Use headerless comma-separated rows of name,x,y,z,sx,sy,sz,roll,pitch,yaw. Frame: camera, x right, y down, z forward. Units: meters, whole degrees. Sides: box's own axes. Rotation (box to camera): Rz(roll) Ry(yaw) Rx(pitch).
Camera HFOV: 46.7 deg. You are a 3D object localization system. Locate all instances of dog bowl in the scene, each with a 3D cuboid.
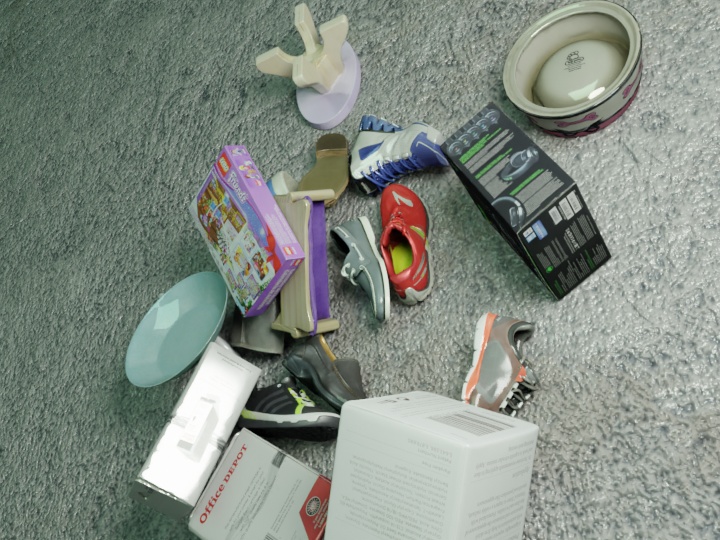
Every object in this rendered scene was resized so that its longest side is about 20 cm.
dog bowl,0.305,-0.278,1.177,0.197,0.074,0.204,-17,54,25

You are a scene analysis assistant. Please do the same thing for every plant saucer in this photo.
plant saucer,-0.263,0.094,1.235,0.198,0.039,0.203,-27,39,23

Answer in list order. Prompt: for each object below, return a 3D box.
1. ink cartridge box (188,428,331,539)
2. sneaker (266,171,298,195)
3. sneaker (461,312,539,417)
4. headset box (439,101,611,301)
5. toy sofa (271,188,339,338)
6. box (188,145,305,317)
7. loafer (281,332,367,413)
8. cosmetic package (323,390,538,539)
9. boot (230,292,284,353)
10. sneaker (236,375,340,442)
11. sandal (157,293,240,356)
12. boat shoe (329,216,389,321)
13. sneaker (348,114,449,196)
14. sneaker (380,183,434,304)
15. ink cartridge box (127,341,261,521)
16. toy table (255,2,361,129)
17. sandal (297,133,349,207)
ink cartridge box,-0.105,0.315,1.065,0.198,0.083,0.149,20,75,40
sneaker,-0.130,-0.053,1.327,0.110,0.076,0.202,-35,56,19
sneaker,0.173,0.143,1.008,0.080,0.077,0.204,-1,63,24
headset box,0.206,-0.092,1.060,0.092,0.174,0.201,-38,49,5
toy sofa,-0.072,-0.011,1.186,0.096,0.082,0.205,5,100,47
box,-0.166,-0.056,1.186,0.137,0.039,0.202,-48,63,39
loafer,-0.028,0.149,1.138,0.199,0.073,0.073,32,78,40
cosmetic package,0.074,0.253,0.898,0.163,0.163,0.205,11,94,37
boot,-0.174,0.014,1.274,0.179,0.072,0.205,13,102,40
sneaker,-0.101,0.183,1.147,0.197,0.071,0.084,-5,62,40
sandal,-0.272,0.103,1.319,0.205,0.079,0.060,31,78,39
boat shoe,0.000,0.000,1.198,0.060,0.074,0.202,-8,44,-9
sneaker,0.050,-0.165,1.280,0.198,0.080,0.117,20,78,47
sneaker,0.061,-0.053,1.191,0.076,0.085,0.203,-22,53,18
ink cartridge box,-0.222,0.219,1.119,0.202,0.082,0.147,-65,7,-28
toy table,-0.078,-0.360,1.452,0.182,0.117,0.203,-28,50,15
sandal,-0.050,-0.137,1.337,0.076,0.071,0.214,-1,38,8
